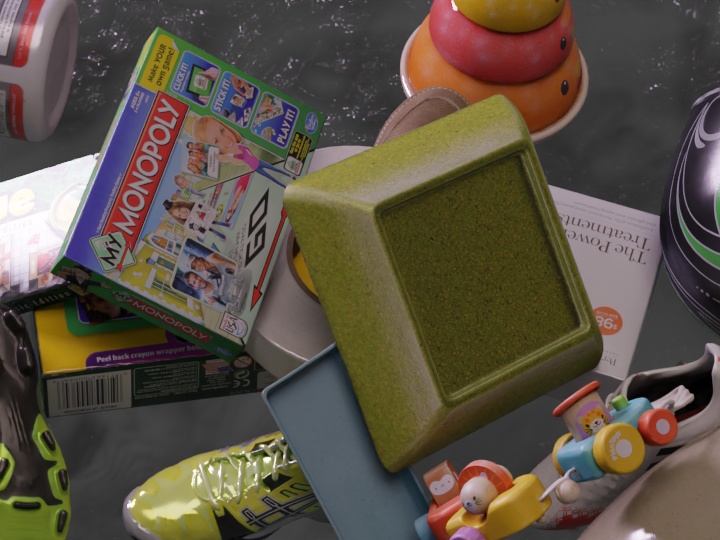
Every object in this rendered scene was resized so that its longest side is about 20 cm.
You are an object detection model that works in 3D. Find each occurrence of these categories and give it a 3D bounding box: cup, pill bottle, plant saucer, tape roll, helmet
[{"bbox_3d":[0.201,0.214,1.464,0.143,0.200,0.201,-23,55,9],"label":"cup"},{"bbox_3d":[-0.317,-0.168,1.734,0.199,0.116,0.116,11,53,4],"label":"pill bottle"},{"bbox_3d":[0.070,0.003,1.532,0.199,0.048,0.200,-25,97,-33],"label":"plant saucer"},{"bbox_3d":[0.000,0.000,1.616,0.202,0.037,0.203,4,52,-6],"label":"tape roll"},{"bbox_3d":[0.307,-0.027,1.632,0.199,0.200,0.191,1,77,-4],"label":"helmet"},{"bbox_3d":[0.005,0.147,1.515,0.070,0.019,0.200,-33,101,-25],"label":"plant saucer"}]

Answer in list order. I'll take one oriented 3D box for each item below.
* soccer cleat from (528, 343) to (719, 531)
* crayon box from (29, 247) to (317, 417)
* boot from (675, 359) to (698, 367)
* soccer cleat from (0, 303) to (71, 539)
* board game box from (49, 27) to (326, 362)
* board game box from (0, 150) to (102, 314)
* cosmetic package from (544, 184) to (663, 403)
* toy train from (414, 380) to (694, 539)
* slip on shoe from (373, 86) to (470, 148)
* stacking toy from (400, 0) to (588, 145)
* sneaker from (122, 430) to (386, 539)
[{"bbox_3d":[0.176,0.107,1.539,0.200,0.085,0.069,-29,49,25],"label":"soccer cleat"},{"bbox_3d":[-0.135,0.008,1.654,0.199,0.058,0.173,-6,53,-10],"label":"crayon box"},{"bbox_3d":[0.324,0.119,1.591,0.200,0.069,0.174,17,21,-33],"label":"boot"},{"bbox_3d":[-0.236,0.121,1.560,0.065,0.084,0.201,-5,74,-22],"label":"soccer cleat"},{"bbox_3d":[-0.112,-0.053,1.567,0.134,0.029,0.200,27,55,-14],"label":"board game box"},{"bbox_3d":[-0.253,-0.012,1.624,0.200,0.023,0.105,-17,52,17],"label":"board game box"},{"bbox_3d":[0.109,0.006,1.681,0.200,0.052,0.151,16,56,7],"label":"cosmetic package"},{"bbox_3d":[0.106,0.115,1.450,0.200,0.150,0.056,-32,95,16],"label":"toy train"},{"bbox_3d":[0.033,-0.061,1.605,0.076,0.061,0.200,23,53,10],"label":"slip on shoe"},{"bbox_3d":[0.108,-0.199,1.739,0.146,0.200,0.146,2,54,-3],"label":"stacking toy"},{"bbox_3d":[-0.062,0.133,1.554,0.200,0.076,0.076,-14,56,-15],"label":"sneaker"}]
